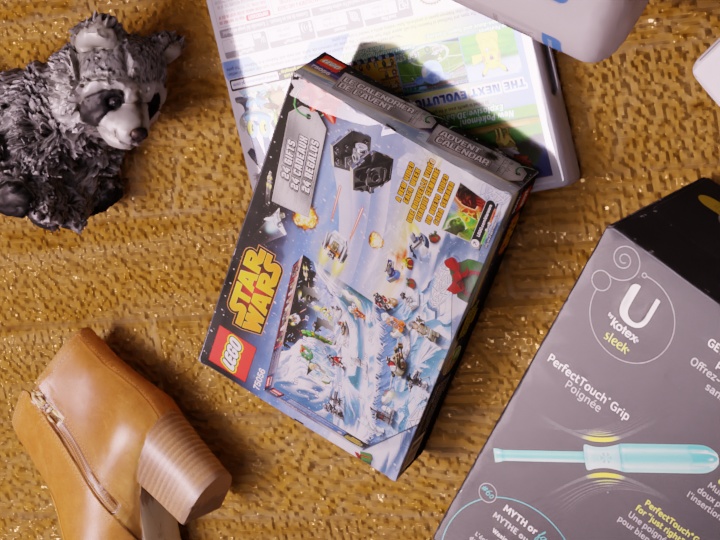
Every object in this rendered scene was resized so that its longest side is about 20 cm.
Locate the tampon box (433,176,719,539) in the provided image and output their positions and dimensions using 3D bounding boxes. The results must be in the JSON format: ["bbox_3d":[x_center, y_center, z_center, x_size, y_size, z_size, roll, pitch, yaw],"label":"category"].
[{"bbox_3d":[0.161,0.084,1.077,0.150,0.126,0.201,37,119,18],"label":"tampon box"}]

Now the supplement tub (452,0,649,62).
[{"bbox_3d":[0.055,-0.196,1.044,0.199,0.132,0.132,27,117,10],"label":"supplement tub"}]

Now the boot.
[{"bbox_3d":[-0.167,0.146,1.346,0.144,0.071,0.202,41,118,23],"label":"boot"}]

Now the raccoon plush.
[{"bbox_3d":[-0.195,-0.117,1.273,0.200,0.097,0.134,34,111,20],"label":"raccoon plush"}]

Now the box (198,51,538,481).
[{"bbox_3d":[0.000,0.000,1.187,0.137,0.040,0.201,30,125,14],"label":"box"}]

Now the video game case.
[{"bbox_3d":[0.010,-0.121,1.179,0.199,0.022,0.183,-9,98,33],"label":"video game case"}]

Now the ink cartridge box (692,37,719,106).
[{"bbox_3d":[0.280,-0.078,1.006,0.200,0.045,0.176,51,124,10],"label":"ink cartridge box"}]
